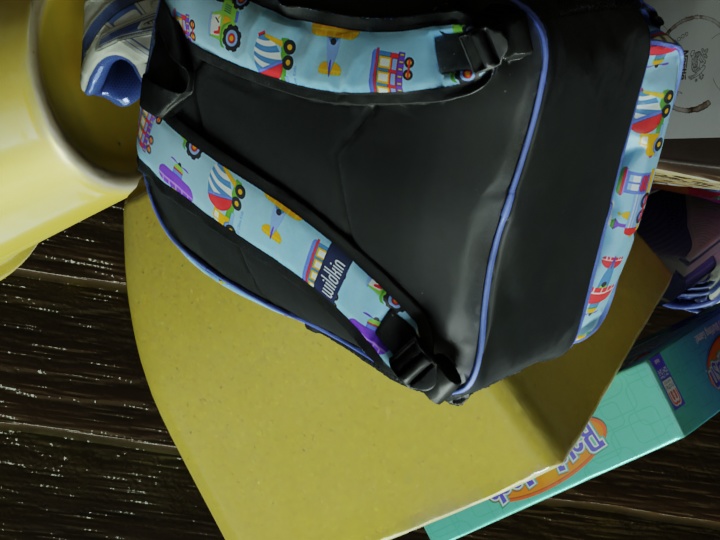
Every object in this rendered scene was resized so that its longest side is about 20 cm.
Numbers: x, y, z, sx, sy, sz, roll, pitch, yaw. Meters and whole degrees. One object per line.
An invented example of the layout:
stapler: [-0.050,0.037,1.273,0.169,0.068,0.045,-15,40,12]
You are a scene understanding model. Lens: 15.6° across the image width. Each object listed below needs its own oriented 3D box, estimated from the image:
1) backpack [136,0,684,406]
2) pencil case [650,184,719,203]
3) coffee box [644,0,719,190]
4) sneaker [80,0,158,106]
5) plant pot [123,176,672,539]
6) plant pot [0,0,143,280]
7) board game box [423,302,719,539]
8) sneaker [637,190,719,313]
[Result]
backpack: [0.009,-0.061,1.089,0.200,0.183,0.135,25,-155,32]
pencil case: [0.216,-0.066,1.363,0.200,0.088,0.088,8,179,15]
coffee box: [0.153,-0.080,1.195,0.113,0.080,0.200,11,179,-44]
sneaker: [-0.060,-0.112,1.262,0.075,0.088,0.200,13,176,-42]
plant pot: [0.000,0.000,1.280,0.195,0.200,0.194,-25,-165,33]
plant pot: [-0.201,-0.091,1.394,0.189,0.201,0.201,-11,168,35]
board game box: [0.129,0.072,1.360,0.152,0.045,0.200,-27,178,29]
sneaker: [0.184,-0.012,1.460,0.081,0.115,0.199,12,-148,20]
